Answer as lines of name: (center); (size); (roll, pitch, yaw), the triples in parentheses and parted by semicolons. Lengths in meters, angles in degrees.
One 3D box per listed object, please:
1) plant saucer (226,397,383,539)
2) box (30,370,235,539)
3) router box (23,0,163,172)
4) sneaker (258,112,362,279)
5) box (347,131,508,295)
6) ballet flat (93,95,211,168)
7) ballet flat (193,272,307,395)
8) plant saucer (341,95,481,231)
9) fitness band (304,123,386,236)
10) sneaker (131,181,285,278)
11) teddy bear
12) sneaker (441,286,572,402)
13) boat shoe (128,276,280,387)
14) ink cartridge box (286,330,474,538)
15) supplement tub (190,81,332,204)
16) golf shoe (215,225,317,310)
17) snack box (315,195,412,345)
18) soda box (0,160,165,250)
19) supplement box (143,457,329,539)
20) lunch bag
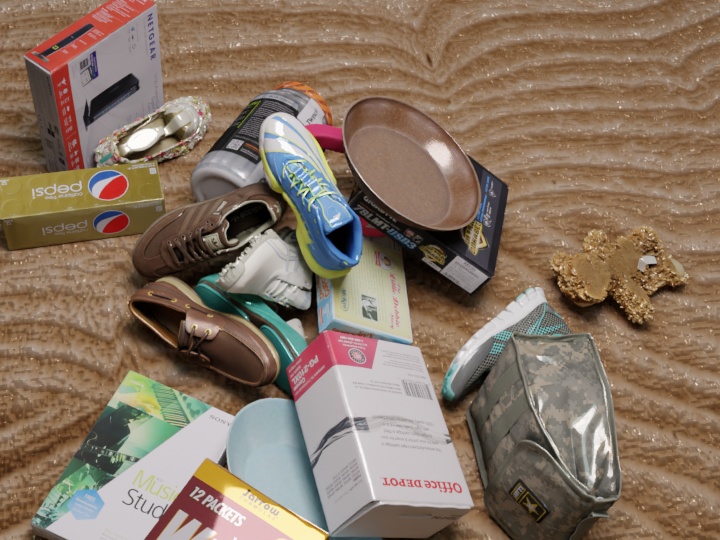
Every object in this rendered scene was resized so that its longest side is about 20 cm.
plant saucer: (-0.062, 0.226, 1.008); (0.200, 0.039, 0.202); (29, 32, -20)
box: (-0.233, 0.217, 1.025); (0.143, 0.036, 0.201); (22, 53, 8)
router box: (-0.336, -0.234, 1.240); (0.049, 0.201, 0.180); (32, 56, 17)
sneaker: (-0.045, -0.087, 1.078); (0.075, 0.105, 0.201); (-29, 102, -22)
box: (0.093, -0.095, 1.228); (0.198, 0.050, 0.201); (36, 40, -14)
ballet flat: (-0.266, -0.182, 1.287); (0.200, 0.064, 0.076); (-41, 102, -35)
ballet flat: (-0.109, 0.066, 1.140); (0.200, 0.068, 0.070); (41, 44, 18)
plant saucer: (0.055, -0.122, 1.154); (0.199, 0.037, 0.202); (22, 45, -23)
fitness band: (-0.011, -0.114, 1.216); (0.199, 0.037, 0.145); (11, 52, -37)
sneaker: (-0.182, -0.046, 1.132); (0.199, 0.071, 0.076); (-28, 20, 1)
teddy bear: (0.337, 0.003, 1.258); (0.199, 0.067, 0.145); (-34, 74, -35)
sneaker: (0.181, 0.101, 1.150); (0.200, 0.078, 0.091); (-37, 70, -28)
boat shoe: (-0.183, 0.078, 1.102); (0.199, 0.072, 0.067); (31, 24, 20)
ink cartridge box: (0.019, 0.177, 1.026); (0.144, 0.084, 0.201); (14, 45, -38)
supplement tub: (-0.123, -0.151, 1.259); (0.122, 0.123, 0.201); (25, 55, 11)
golf shoe: (-0.094, 0.006, 1.131); (0.097, 0.078, 0.200); (49, 22, 6)
snack box: (0.000, 0.000, 1.192); (0.115, 0.037, 0.201); (18, 48, -28)
soda box: (-0.349, -0.082, 1.212); (0.198, 0.064, 0.068); (-9, 56, -14)
supplement box: (-0.140, 0.318, 0.862); (0.132, 0.201, 0.198); (28, 55, 13)
lunch bag: (0.198, 0.193, 1.025); (0.117, 0.165, 0.201); (1, 53, -15)
